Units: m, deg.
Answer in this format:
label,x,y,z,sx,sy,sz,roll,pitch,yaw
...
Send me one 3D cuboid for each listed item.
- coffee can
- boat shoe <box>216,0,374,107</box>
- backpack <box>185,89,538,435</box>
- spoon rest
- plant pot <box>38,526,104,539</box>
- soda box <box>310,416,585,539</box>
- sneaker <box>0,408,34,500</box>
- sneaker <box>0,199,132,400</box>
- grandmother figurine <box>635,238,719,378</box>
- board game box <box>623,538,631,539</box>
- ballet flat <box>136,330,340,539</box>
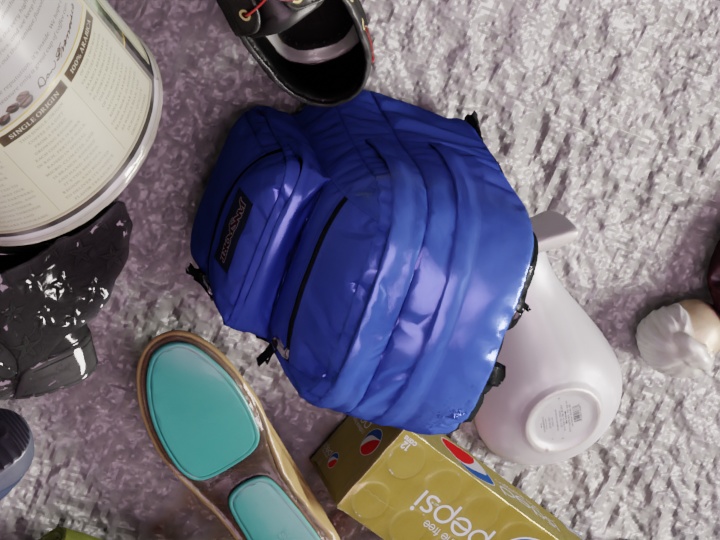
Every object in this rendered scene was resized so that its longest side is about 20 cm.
label,x,y,z,sx,sy,sz,roll,pitch,yaw
coffee can,-0.207,-0.122,1.259,0.146,0.146,0.200,-37,143,1
boat shoe,-0.044,-0.159,1.333,0.074,0.063,0.201,-18,148,12
backpack,0.000,0.000,1.389,0.167,0.200,0.163,9,111,-21
spoon rest,0.114,0.041,1.534,0.099,0.061,0.200,-15,130,-10
plant pot,-0.132,0.252,1.486,0.200,0.187,0.187,40,97,-14
soda box,0.066,0.159,1.557,0.200,0.064,0.068,38,98,-27
sneaker,-0.266,0.155,1.434,0.200,0.070,0.082,-32,136,-1
sneaker,-0.222,0.027,1.412,0.199,0.060,0.104,-17,118,-16
grandmother figurine,0.267,0.009,1.563,0.200,0.061,0.121,-29,91,-1
board game box,0.259,0.282,1.676,0.199,0.062,0.200,2,112,-18
ballet flat,-0.077,0.113,1.494,0.069,0.063,0.200,-27,112,5
